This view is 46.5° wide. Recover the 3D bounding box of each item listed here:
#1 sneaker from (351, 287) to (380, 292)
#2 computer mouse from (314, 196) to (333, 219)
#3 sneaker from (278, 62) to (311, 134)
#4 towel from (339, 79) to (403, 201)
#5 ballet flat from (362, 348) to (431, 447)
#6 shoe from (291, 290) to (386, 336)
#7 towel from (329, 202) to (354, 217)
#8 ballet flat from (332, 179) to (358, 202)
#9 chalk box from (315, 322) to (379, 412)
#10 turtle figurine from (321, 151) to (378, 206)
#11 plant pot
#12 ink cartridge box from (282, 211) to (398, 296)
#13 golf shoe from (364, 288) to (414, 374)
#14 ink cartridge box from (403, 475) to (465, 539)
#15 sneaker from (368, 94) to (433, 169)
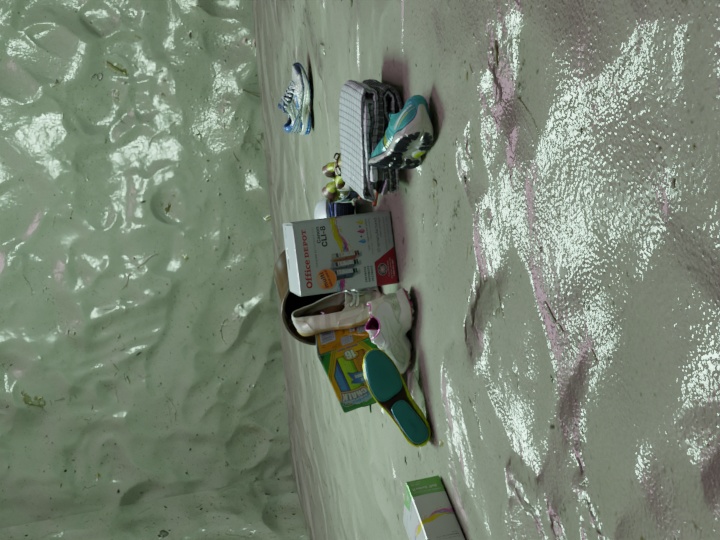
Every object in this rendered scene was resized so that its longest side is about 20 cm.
[{"bbox_3d":[0.000,0.000,1.806,0.081,0.075,0.201,180,83,-87],"label":"sneaker"},{"bbox_3d":[-0.071,-0.115,1.849,0.200,0.044,0.110,50,-141,-75],"label":"computer mouse"},{"bbox_3d":[-0.183,-0.468,2.301,0.077,0.085,0.201,-121,27,-61],"label":"sneaker"},{"bbox_3d":[0.022,-0.239,1.509,0.166,0.085,0.201,-131,37,-67],"label":"towel"},{"bbox_3d":[0.066,0.239,1.559,0.201,0.067,0.067,58,180,11],"label":"ballet flat"},{"bbox_3d":[-0.042,0.079,1.647,0.070,0.199,0.054,-93,-19,-48],"label":"shoe"},{"bbox_3d":[-0.039,-0.079,1.845,0.200,0.024,0.146,-20,-72,-79],"label":"towel"},{"bbox_3d":[-0.034,-0.189,1.840,0.200,0.074,0.075,132,129,-75],"label":"ballet flat"},{"bbox_3d":[-0.001,0.195,1.698,0.125,0.123,0.201,-103,-8,-59],"label":"chalk box"},{"bbox_3d":[-0.027,-0.202,1.705,0.161,0.064,0.201,-36,65,55],"label":"turtle figurine"},{"bbox_3d":[-0.111,0.039,1.953,0.198,0.199,0.201,-127,31,-57],"label":"plant pot"},{"bbox_3d":[-0.045,-0.034,1.662,0.145,0.199,0.146,-168,70,-78],"label":"ink cartridge box"},{"bbox_3d":[0.051,0.120,1.576,0.075,0.091,0.201,-114,18,-51],"label":"golf shoe"},{"bbox_3d":[0.133,0.475,1.458,0.200,0.067,0.118,-113,20,-53],"label":"ink cartridge box"},{"bbox_3d":[0.069,-0.215,1.349,0.200,0.077,0.080,143,128,-66],"label":"sneaker"}]
